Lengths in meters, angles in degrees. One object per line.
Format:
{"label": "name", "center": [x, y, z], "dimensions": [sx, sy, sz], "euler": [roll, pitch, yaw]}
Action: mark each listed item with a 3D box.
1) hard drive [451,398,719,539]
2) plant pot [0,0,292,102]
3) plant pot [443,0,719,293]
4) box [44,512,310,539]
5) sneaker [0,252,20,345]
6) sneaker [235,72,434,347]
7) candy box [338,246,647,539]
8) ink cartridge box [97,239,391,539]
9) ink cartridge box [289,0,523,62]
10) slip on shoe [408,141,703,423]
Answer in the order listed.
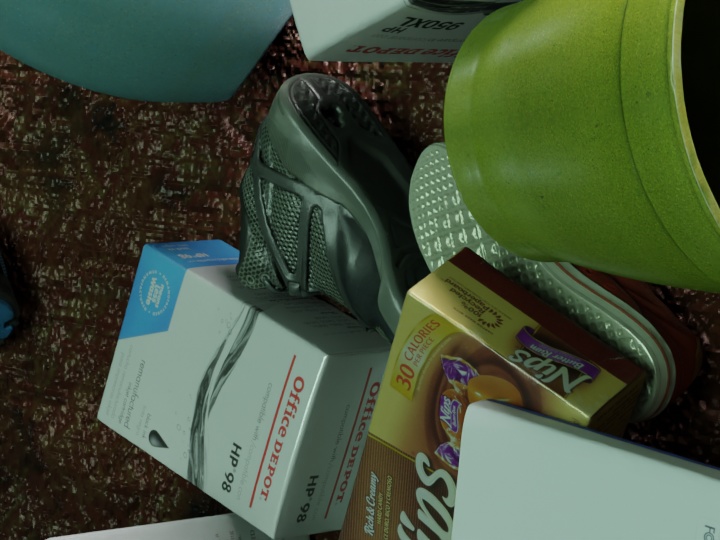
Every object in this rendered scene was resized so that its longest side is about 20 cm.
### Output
{"label": "hard drive", "center": [0.130, 0.148, 1.185], "dimensions": [0.199, 0.025, 0.133], "euler": [15, 107, 35]}
{"label": "plant pot", "center": [-0.100, -0.172, 1.426], "dimensions": [0.134, 0.200, 0.200], "euler": [36, 121, -5]}
{"label": "plant pot", "center": [0.147, -0.075, 1.197], "dimensions": [0.192, 0.199, 0.202], "euler": [-7, 87, 51]}
{"label": "box", "center": [-0.140, 0.207, 1.447], "dimensions": [0.152, 0.199, 0.107], "euler": [-19, 79, 41]}
{"label": "sneaker", "center": [-0.295, 0.042, 1.679], "dimensions": [0.200, 0.073, 0.082], "euler": [-36, 52, 31]}
{"label": "sneaker", "center": [0.000, 0.000, 1.401], "dimensions": [0.200, 0.076, 0.114], "euler": [53, 138, 17]}
{"label": "candy box", "center": [0.062, 0.100, 1.302], "dimensions": [0.116, 0.056, 0.201], "euler": [35, 134, 21]}
{"label": "ink cartridge box", "center": [-0.052, 0.073, 1.451], "dimensions": [0.199, 0.066, 0.117], "euler": [29, 110, 38]}
{"label": "ink cartridge box", "center": [0.075, -0.176, 1.275], "dimensions": [0.199, 0.144, 0.085], "euler": [-23, 77, 41]}
{"label": "slip on shoe", "center": [0.098, 0.004, 1.317], "dimensions": [0.200, 0.061, 0.074], "euler": [42, 123, 29]}
